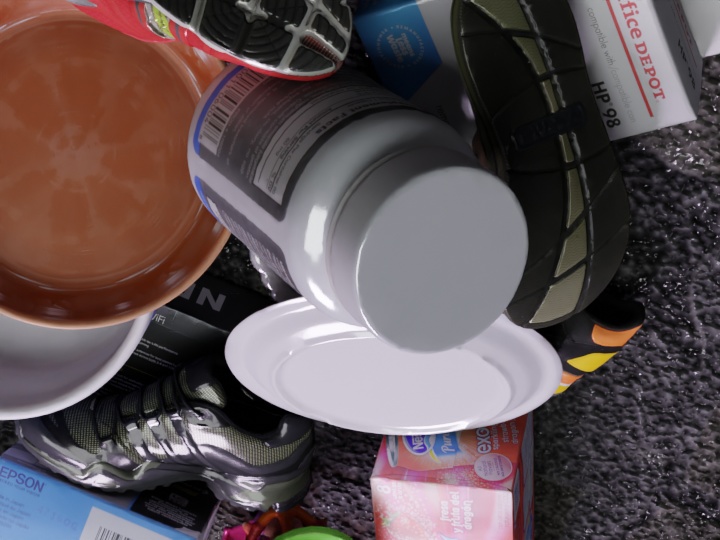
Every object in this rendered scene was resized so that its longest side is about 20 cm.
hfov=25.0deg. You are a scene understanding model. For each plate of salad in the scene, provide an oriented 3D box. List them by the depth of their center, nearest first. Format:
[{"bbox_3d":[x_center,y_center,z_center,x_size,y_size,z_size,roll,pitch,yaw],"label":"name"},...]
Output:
[{"bbox_3d":[0.020,0.049,0.958,0.198,0.048,0.200,4,153,2],"label":"plate of salad"}]

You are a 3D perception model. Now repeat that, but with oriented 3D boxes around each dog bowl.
[{"bbox_3d":[-0.217,-0.015,1.000,0.198,0.079,0.202,0,102,2],"label":"dog bowl"}]

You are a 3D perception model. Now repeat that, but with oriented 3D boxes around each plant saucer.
[{"bbox_3d":[-0.163,-0.068,0.927,0.199,0.032,0.202,-1,96,-6],"label":"plant saucer"}]

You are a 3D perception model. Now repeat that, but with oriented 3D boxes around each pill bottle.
[{"bbox_3d":[-0.004,-0.039,0.838,0.113,0.200,0.115,-12,117,-24],"label":"pill bottle"}]

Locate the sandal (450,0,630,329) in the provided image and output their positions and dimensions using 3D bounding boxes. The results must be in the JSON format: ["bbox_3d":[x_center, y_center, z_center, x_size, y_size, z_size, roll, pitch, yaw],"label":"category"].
[{"bbox_3d":[0.091,-0.067,0.854,0.079,0.057,0.202,-15,109,-10],"label":"sandal"}]

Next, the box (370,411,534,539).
[{"bbox_3d":[0.068,0.181,1.109,0.094,0.103,0.201,5,129,13],"label":"box"}]

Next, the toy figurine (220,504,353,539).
[{"bbox_3d":[-0.058,0.220,1.129,0.149,0.184,0.201,-3,113,-13],"label":"toy figurine"}]

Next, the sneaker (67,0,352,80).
[{"bbox_3d":[-0.090,-0.150,0.858,0.199,0.077,0.085,24,166,14],"label":"sneaker"}]

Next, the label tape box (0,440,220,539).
[{"bbox_3d":[-0.175,0.163,1.137,0.142,0.200,0.067,22,98,0],"label":"label tape box"}]

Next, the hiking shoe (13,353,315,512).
[{"bbox_3d":[-0.122,0.090,1.052,0.198,0.076,0.101,10,120,-9],"label":"hiking shoe"}]

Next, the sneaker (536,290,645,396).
[{"bbox_3d":[0.089,-0.012,0.979,0.090,0.070,0.200,-35,116,28],"label":"sneaker"}]

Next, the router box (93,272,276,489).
[{"bbox_3d":[-0.171,0.051,1.106,0.199,0.051,0.150,23,128,-3],"label":"router box"}]

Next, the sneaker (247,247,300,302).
[{"bbox_3d":[0.000,0.000,1.019,0.082,0.075,0.200,-35,119,19],"label":"sneaker"}]

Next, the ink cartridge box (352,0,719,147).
[{"bbox_3d":[0.111,-0.130,0.876,0.199,0.067,0.116,-13,122,25],"label":"ink cartridge box"}]
